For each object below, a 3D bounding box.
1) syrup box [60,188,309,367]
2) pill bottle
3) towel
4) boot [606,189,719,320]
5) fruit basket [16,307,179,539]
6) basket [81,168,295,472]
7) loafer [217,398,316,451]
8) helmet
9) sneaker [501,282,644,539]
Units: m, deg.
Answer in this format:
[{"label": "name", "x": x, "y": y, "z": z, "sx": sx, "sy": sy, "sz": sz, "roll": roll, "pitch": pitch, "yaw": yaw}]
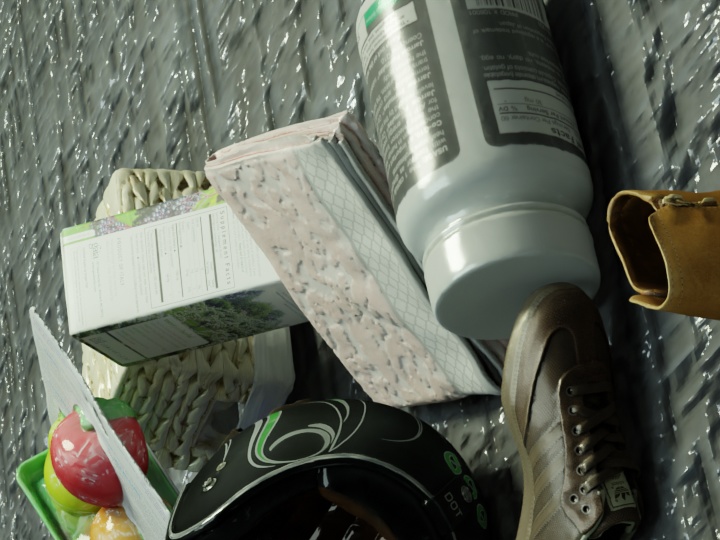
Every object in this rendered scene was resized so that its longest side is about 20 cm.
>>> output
[{"label": "syrup box", "x": -0.092, "y": -0.003, "z": 1.816, "sx": 0.079, "sy": 0.200, "sz": 0.081, "roll": 39, "pitch": -140, "yaw": -61}, {"label": "pill bottle", "x": 0.068, "y": -0.070, "z": 1.538, "sx": 0.113, "sy": 0.113, "sz": 0.200, "roll": 123, "pitch": 143, "yaw": -52}, {"label": "towel", "x": 0.000, "y": 0.000, "z": 1.658, "sx": 0.200, "sy": 0.032, "sz": 0.191, "roll": 55, "pitch": 157, "yaw": -11}, {"label": "boot", "x": 0.198, "y": 0.015, "z": 1.173, "sx": 0.201, "sy": 0.144, "sz": 0.071, "roll": -134, "pitch": 48, "yaw": -60}, {"label": "fruit basket", "x": -0.160, "y": 0.140, "z": 1.807, "sx": 0.185, "sy": 0.094, "sz": 0.200, "roll": 53, "pitch": 155, "yaw": 29}, {"label": "basket", "x": -0.131, "y": 0.035, "z": 1.977, "sx": 0.136, "sy": 0.123, "sz": 0.200, "roll": 117, "pitch": 153, "yaw": -47}, {"label": "loafer", "x": -0.036, "y": 0.116, "z": 1.791, "sx": 0.200, "sy": 0.073, "sz": 0.071, "roll": -16, "pitch": 65, "yaw": 45}, {"label": "helmet", "x": -0.020, "y": 0.170, "z": 1.634, "sx": 0.191, "sy": 0.200, "sz": 0.200, "roll": -110, "pitch": 22, "yaw": -87}, {"label": "sneaker", "x": 0.126, "y": 0.107, "z": 1.473, "sx": 0.076, "sy": 0.070, "sz": 0.200, "roll": 9, "pitch": 104, "yaw": 50}]
